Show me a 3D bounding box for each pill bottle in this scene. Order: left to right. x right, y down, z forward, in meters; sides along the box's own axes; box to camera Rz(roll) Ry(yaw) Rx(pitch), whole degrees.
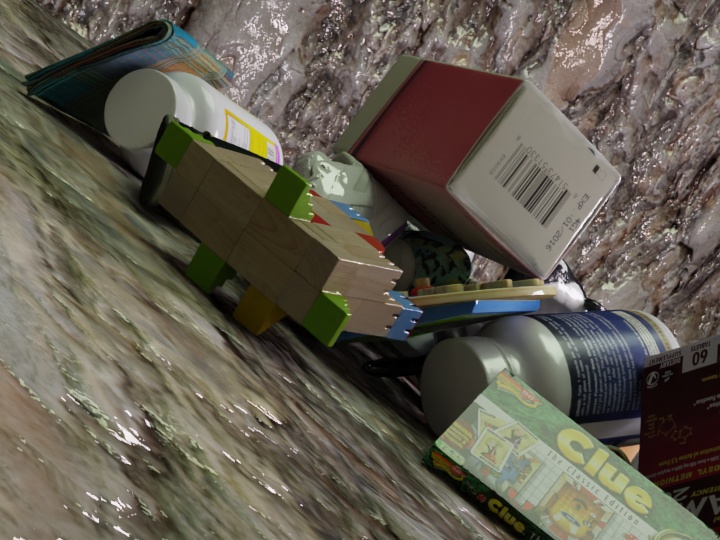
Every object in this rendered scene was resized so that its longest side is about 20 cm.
[{"bbox_3d":[-0.155,-0.120,1.476,0.104,0.104,0.200,38,3,25],"label":"pill bottle"},{"bbox_3d":[0.148,0.088,1.244,0.200,0.111,0.111,-2,28,-37],"label":"pill bottle"}]

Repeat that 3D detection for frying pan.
[{"bbox_3d":[0.082,0.063,1.328,0.190,0.031,0.115,18,31,-23],"label":"frying pan"}]

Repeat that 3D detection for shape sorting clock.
[{"bbox_3d":[0.050,0.025,1.224,0.200,0.199,0.039,21,58,-79],"label":"shape sorting clock"}]

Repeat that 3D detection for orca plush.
[{"bbox_3d":[0.177,0.015,1.374,0.105,0.071,0.200,0,-21,37],"label":"orca plush"}]

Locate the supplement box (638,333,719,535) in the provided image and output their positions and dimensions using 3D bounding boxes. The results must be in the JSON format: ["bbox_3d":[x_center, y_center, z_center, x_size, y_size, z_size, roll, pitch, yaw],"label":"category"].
[{"bbox_3d":[0.258,0.146,1.154,0.109,0.200,0.061,-24,-45,40],"label":"supplement box"}]

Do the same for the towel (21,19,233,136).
[{"bbox_3d":[-0.207,-0.174,1.476,0.200,0.146,0.022,30,39,-76],"label":"towel"}]

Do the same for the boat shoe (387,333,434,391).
[{"bbox_3d":[0.075,0.089,1.384,0.200,0.070,0.071,41,45,22],"label":"boat shoe"}]

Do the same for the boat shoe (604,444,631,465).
[{"bbox_3d":[0.174,0.166,1.198,0.072,0.076,0.200,37,3,-2],"label":"boat shoe"}]

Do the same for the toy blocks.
[{"bbox_3d":[-0.038,-0.019,1.090,0.200,0.100,0.137,39,15,31],"label":"toy blocks"}]

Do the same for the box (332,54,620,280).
[{"bbox_3d":[0.089,-0.087,1.296,0.128,0.109,0.200,41,-8,-28],"label":"box"}]

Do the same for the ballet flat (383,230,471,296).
[{"bbox_3d":[0.000,0.000,1.357,0.200,0.074,0.074,-3,-27,42],"label":"ballet flat"}]

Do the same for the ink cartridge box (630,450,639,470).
[{"bbox_3d":[0.296,0.211,1.255,0.084,0.146,0.200,34,5,-39],"label":"ink cartridge box"}]

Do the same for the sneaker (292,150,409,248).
[{"bbox_3d":[-0.040,-0.034,1.241,0.100,0.075,0.200,55,32,-1],"label":"sneaker"}]

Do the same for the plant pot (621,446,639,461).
[{"bbox_3d":[0.255,0.158,1.656,0.200,0.140,0.200,36,2,-2],"label":"plant pot"}]

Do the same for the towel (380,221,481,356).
[{"bbox_3d":[0.040,0.019,1.496,0.200,0.035,0.193,38,-26,26],"label":"towel"}]

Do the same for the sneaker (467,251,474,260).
[{"bbox_3d":[0.072,0.025,1.573,0.075,0.082,0.200,49,-26,10],"label":"sneaker"}]

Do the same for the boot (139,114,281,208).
[{"bbox_3d":[-0.096,-0.068,1.292,0.153,0.074,0.204,17,2,-7],"label":"boot"}]

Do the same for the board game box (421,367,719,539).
[{"bbox_3d":[0.146,0.154,1.045,0.200,0.023,0.105,37,39,10],"label":"board game box"}]
